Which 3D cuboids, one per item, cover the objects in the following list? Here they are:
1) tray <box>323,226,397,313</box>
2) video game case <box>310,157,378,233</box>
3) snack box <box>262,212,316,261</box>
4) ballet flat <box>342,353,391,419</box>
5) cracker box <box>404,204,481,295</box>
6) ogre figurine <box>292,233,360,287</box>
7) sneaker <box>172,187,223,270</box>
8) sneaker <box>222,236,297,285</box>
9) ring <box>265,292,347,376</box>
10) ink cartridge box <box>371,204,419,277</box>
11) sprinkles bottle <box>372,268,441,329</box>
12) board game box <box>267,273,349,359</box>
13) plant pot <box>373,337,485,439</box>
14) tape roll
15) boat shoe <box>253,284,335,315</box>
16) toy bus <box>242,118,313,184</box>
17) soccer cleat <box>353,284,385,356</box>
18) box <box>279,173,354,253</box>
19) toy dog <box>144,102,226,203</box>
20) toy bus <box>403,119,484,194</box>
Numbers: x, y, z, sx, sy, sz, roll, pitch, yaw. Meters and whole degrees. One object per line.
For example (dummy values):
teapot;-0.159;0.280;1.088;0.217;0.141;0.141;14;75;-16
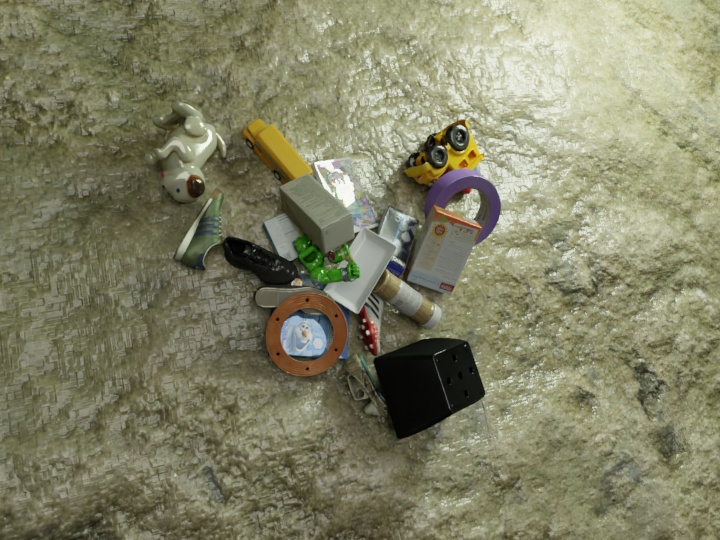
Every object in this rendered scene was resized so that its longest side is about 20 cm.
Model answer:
tray;0.000;0.000;1.475;0.106;0.022;0.202;29;76;11
video game case;-0.039;-0.194;1.540;0.142;0.018;0.204;-19;84;-47
snack box;-0.138;-0.105;1.509;0.197;0.037;0.118;-25;88;-21
ballet flat;0.021;0.303;1.461;0.075;0.068;0.202;-35;94;-1
cracker box;0.212;-0.052;1.544;0.131;0.058;0.203;18;110;-13
ogre figurine;-0.090;-0.044;1.437;0.118;0.098;0.203;-26;81;-5
sneaker;-0.364;-0.092;1.425;0.089;0.067;0.203;32;71;-16
sneaker;-0.243;-0.023;1.406;0.196;0.091;0.077;19;72;7
ring;-0.127;0.151;1.400;0.195;0.019;0.206;-3;102;-14
ink cartridge box;0.083;-0.066;1.552;0.098;0.039;0.203;25;62;-12
sprinkles bottle;0.118;0.075;1.508;0.199;0.068;0.069;35;69;-25
board game box;-0.124;0.113;1.463;0.194;0.043;0.205;6;77;-17
plant pot;0.180;0.269;1.424;0.197;0.176;0.204;-13;83;-40
tape roll;0.273;-0.164;1.581;0.195;0.066;0.204;-6;117;-13
boat shoe;-0.158;0.064;1.414;0.195;0.057;0.069;7;99;-18
toy bus;-0.212;-0.298;1.506;0.065;0.078;0.201;-42;93;-21
soccer cleat;0.031;0.112;1.501;0.083;0.069;0.204;-10;77;-24
box;-0.105;-0.140;1.414;0.094;0.079;0.200;-27;49;-21
toy dog;-0.421;-0.261;1.417;0.192;0.137;0.205;22;66;-50
toy bus;0.245;-0.281;1.633;0.200;0.135;0.193;-44;109;-19
